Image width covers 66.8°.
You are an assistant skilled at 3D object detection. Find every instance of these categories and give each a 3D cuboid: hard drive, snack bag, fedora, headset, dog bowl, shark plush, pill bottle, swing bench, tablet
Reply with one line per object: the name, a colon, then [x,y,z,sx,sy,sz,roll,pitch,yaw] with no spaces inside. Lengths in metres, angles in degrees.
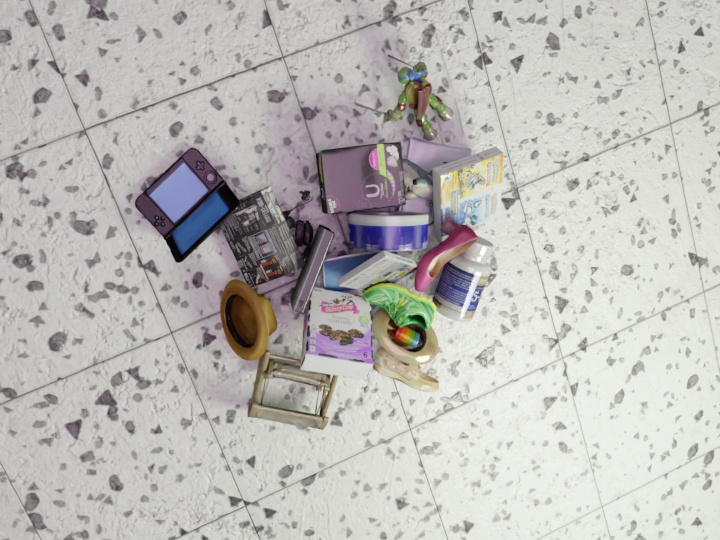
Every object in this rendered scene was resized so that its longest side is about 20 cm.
hard drive: [-0.118,-0.008,1.325,0.032,0.140,0.205,21,94,-12]
snack bag: [0.199,-0.230,1.415,0.182,0.021,0.207,7,97,-12]
fedora: [-0.262,0.114,1.321,0.080,0.197,0.208,-11,103,-45]
headset: [-0.166,-0.099,1.325,0.121,0.094,0.204,22,105,-14]
dog bowl: [0.066,-0.098,1.317,0.193,0.200,0.082,-1,100,-11]
shark plush: [0.187,-0.228,1.371,0.193,0.091,0.086,5,68,-6]
pill bottle: [0.265,0.015,1.398,0.116,0.120,0.205,13,108,-12]
swing bench: [-0.169,0.296,1.369,0.193,0.130,0.206,12,97,-13]
tablet: [0.000,0.000,1.379,0.193,0.014,0.132,-10,138,-9]

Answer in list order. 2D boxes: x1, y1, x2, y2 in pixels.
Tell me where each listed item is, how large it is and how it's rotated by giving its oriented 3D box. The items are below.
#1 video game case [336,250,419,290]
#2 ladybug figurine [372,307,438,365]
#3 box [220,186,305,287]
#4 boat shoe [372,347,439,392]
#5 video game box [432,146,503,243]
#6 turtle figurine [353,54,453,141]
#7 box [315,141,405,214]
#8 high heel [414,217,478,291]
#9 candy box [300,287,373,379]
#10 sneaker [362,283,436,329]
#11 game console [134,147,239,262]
video game case: [0.049,0.007,1.323,0.141,0.198,0.018,-32,68,23]
ladybug figurine: [0.113,0.173,1.422,0.197,0.072,0.138,32,64,-5]
box: [-0.240,-0.076,1.297,0.154,0.050,0.205,-18,104,28]
boat shoe: [0.129,0.265,1.453,0.195,0.071,0.066,23,95,-12]
video game box: [0.268,-0.185,1.363,0.178,0.047,0.204,-22,131,-15]
turtle figurine: [0.127,-0.426,1.343,0.193,0.196,0.147,39,60,-36]
box: [-0.001,-0.222,1.323,0.193,0.124,0.154,-7,99,-9]
high heel: [0.208,-0.022,1.339,0.067,0.095,0.203,21,103,-51]
candy box: [-0.057,0.150,1.334,0.162,0.204,0.072,10,136,-13]
sneaker: [0.098,0.092,1.364,0.194,0.074,0.086,18,60,-7]
game console: [-0.402,-0.154,1.259,0.199,0.116,0.177,-42,104,-3]
